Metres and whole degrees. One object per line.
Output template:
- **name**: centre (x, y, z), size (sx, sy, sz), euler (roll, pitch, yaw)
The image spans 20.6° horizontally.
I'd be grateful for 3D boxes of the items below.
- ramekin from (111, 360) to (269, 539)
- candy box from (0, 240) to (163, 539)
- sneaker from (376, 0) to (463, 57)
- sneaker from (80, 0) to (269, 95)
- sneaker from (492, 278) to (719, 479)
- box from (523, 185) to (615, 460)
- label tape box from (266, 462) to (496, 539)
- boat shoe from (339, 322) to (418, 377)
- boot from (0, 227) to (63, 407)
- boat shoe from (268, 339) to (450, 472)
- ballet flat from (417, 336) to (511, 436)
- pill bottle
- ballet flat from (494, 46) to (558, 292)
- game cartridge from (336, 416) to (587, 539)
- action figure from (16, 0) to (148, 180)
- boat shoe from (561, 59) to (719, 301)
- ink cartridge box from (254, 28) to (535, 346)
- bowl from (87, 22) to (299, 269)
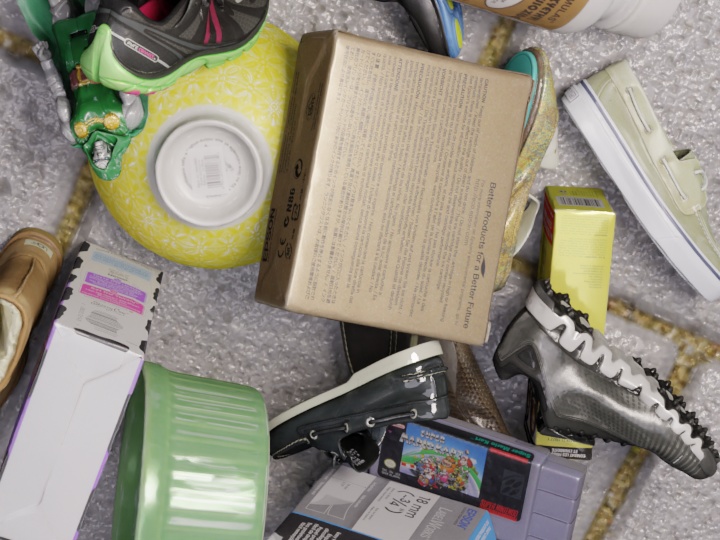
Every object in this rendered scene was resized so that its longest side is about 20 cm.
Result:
- **ramekin**: centre (-0.131, 0.174, 1.509), size (0.097, 0.200, 0.202), euler (7, 107, -11)
- **candy box**: centre (-0.212, 0.091, 1.475), size (0.071, 0.200, 0.169), euler (20, 106, -8)
- **sneaker**: centre (0.003, -0.232, 1.454), size (0.083, 0.071, 0.200), euler (-41, 98, 17)
- **sneaker**: centre (-0.121, -0.189, 1.396), size (0.076, 0.200, 0.084), euler (22, 124, 17)
- **sneaker**: centre (0.179, 0.100, 1.484), size (0.200, 0.067, 0.091), euler (41, 104, -9)
- **box**: centre (0.161, 0.041, 1.535), size (0.050, 0.075, 0.202), euler (4, 108, -2)
- **label tape box**: centre (0.041, 0.226, 1.484), size (0.198, 0.144, 0.064), euler (16, 114, 15)
- **boat shoe**: centre (0.001, 0.000, 1.511), size (0.071, 0.066, 0.203), euler (9, 106, 34)
- **boot**: centre (-0.282, 0.063, 1.465), size (0.066, 0.200, 0.177), euler (21, 106, -7)
- **boat shoe**: centre (-0.002, 0.117, 1.494), size (0.199, 0.074, 0.067), euler (-30, 79, 37)
- **ballet flat**: centre (0.078, 0.095, 1.569), size (0.067, 0.046, 0.201), euler (-21, 103, 38)
- **pill bottle**: centre (0.131, -0.232, 1.407), size (0.198, 0.114, 0.115), euler (12, 108, -28)
- **ballet flat**: centre (0.116, -0.072, 1.509), size (0.070, 0.071, 0.202), euler (19, 105, -7)
- **game cartridge**: centre (0.071, 0.179, 1.553), size (0.198, 0.038, 0.131), euler (17, 120, 16)
- **action figure**: centre (-0.197, -0.162, 1.434), size (0.117, 0.055, 0.202), euler (-16, 80, 18)
- **boat shoe**: centre (0.230, -0.068, 1.504), size (0.062, 0.072, 0.201), euler (-34, 102, 11)
- **ink cartridge box**: centre (0.024, -0.059, 1.431), size (0.163, 0.075, 0.202), euler (11, 89, -24)
- **bowl**: centre (-0.111, -0.085, 1.473), size (0.198, 0.108, 0.202), euler (0, 108, -1)
